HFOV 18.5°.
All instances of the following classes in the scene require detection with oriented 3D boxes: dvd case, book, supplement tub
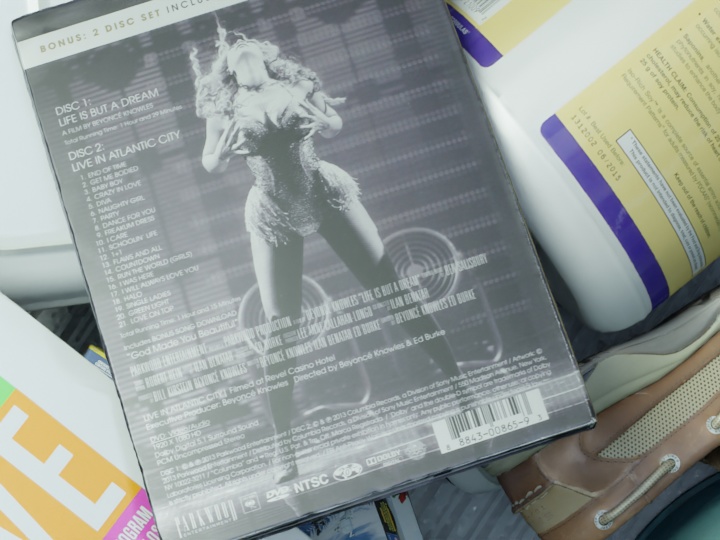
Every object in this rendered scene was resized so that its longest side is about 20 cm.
[{"bbox_3d":[-0.023,-0.017,0.746,0.148,0.016,0.201,-18,72,-4],"label":"dvd case"},{"bbox_3d":[-0.117,0.097,0.741,0.200,0.048,0.134,38,75,-4],"label":"book"},{"bbox_3d":[0.125,-0.090,0.831,0.200,0.145,0.146,-38,86,-2],"label":"supplement tub"}]

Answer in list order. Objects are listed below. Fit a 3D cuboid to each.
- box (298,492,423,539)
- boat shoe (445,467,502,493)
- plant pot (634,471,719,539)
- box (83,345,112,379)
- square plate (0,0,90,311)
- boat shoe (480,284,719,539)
[{"bbox_3d":[-0.062,0.152,0.779,0.199,0.040,0.138,-17,81,-14],"label":"box"},{"bbox_3d":[0.000,0.000,0.873,0.063,0.071,0.201,-24,95,32],"label":"boat shoe"},{"bbox_3d":[0.187,0.166,0.792,0.198,0.188,0.202,0,86,1],"label":"plant pot"},{"bbox_3d":[-0.036,0.110,0.858,0.199,0.070,0.065,34,86,3],"label":"box"},{"bbox_3d":[-0.091,-0.087,0.797,0.198,0.028,0.200,-6,92,-11],"label":"square plate"},{"bbox_3d":[0.140,0.046,0.849,0.199,0.076,0.072,-28,83,-10],"label":"boat shoe"}]
